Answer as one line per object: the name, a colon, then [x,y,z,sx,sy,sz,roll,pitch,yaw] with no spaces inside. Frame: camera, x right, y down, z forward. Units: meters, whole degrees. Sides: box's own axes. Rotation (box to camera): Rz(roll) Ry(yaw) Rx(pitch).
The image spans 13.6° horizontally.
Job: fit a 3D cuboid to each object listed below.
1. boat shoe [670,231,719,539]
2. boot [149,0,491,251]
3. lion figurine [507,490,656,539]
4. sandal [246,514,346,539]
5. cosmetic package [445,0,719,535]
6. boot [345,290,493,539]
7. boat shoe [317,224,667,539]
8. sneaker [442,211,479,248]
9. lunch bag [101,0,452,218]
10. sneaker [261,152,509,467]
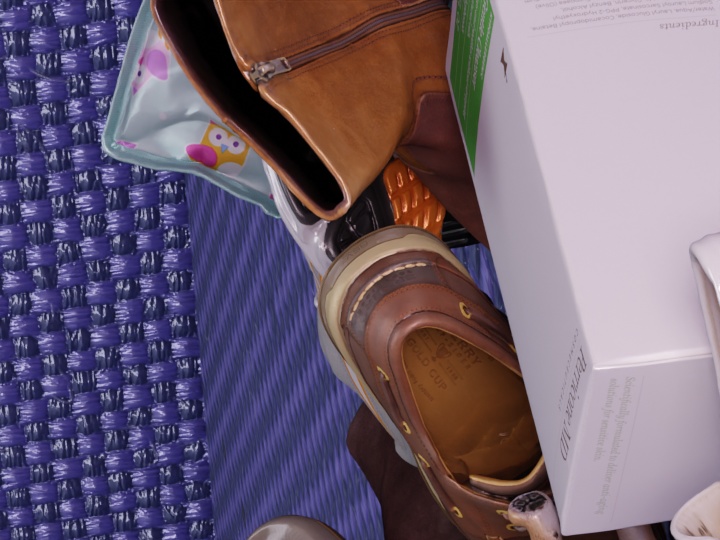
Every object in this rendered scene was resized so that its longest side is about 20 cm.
boat shoe: [0.126,0.081,0.891,0.071,0.069,0.201,-121,25,-71]
boot: [0.022,-0.050,1.095,0.189,0.068,0.200,56,-162,-1]
lion figurine: [0.111,0.144,1.074,0.200,0.072,0.123,-128,19,-65]
sandal: [-0.010,0.149,1.230,0.082,0.054,0.200,-58,34,6]
cosmetic package: [0.090,-0.026,1.005,0.108,0.084,0.201,94,167,-54]
boot: [0.034,0.121,1.306,0.200,0.072,0.166,-56,35,9]
boat shoe: [0.057,0.071,1.150,0.200,0.072,0.068,50,-177,-28]
sneaker: [0.051,-0.066,1.292,0.200,0.074,0.089,135,125,-80]
lunch bag: [-0.016,-0.137,1.336,0.170,0.121,0.201,-22,-50,-71]
sneaker: [0.000,0.000,1.230,0.201,0.076,0.092,65,153,-2]
